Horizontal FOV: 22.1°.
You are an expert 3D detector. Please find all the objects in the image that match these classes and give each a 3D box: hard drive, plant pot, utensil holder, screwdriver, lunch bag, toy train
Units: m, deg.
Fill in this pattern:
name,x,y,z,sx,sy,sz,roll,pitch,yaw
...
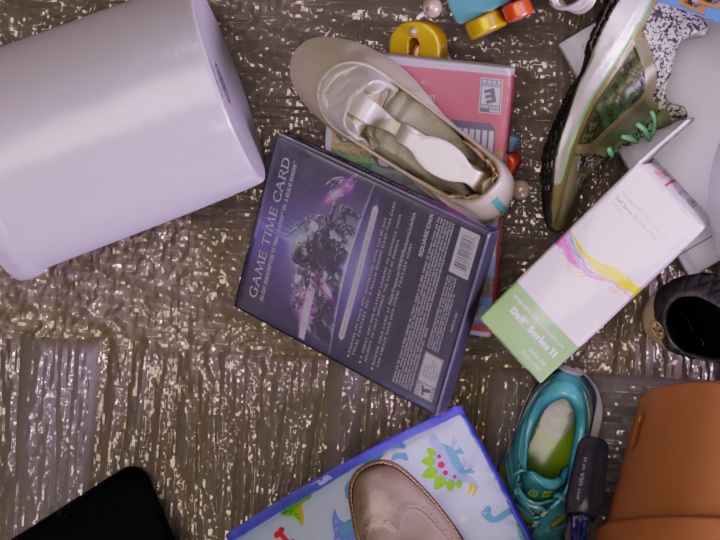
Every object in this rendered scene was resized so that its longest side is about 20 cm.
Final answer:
name,x,y,z,sx,sy,sz,roll,pitch,yaw
hard drive,0.253,-0.115,1.378,0.131,0.027,0.201,-30,87,7
plant pot,0.265,0.161,1.308,0.198,0.200,0.142,3,75,7
utensil holder,-0.188,-0.106,1.366,0.198,0.170,0.172,-20,88,4
screwdriver,0.151,0.212,1.294,0.029,0.028,0.202,9,67,0
lunch bag,0.031,0.219,1.349,0.199,0.127,0.171,-33,73,15
toy train,0.095,-0.153,1.375,0.149,0.056,0.201,30,110,13

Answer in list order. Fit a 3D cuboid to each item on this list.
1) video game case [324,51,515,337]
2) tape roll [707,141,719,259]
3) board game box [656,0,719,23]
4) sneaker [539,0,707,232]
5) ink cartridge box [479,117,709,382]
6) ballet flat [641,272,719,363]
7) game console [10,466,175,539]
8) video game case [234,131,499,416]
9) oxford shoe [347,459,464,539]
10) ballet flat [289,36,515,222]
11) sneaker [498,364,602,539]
name,x,y,z,sx,sy,sz,roll,pitch,yaw
video game case,0.039,-0.059,1.377,0.141,0.017,0.202,8,104,19
tape roll,0.351,-0.051,1.309,0.200,0.071,0.205,1,85,-15
board game box,0.214,-0.239,1.322,0.198,0.152,0.037,19,125,7
sneaker,0.193,-0.115,1.340,0.088,0.077,0.202,23,97,-1
ink cartridge box,0.185,-0.017,1.322,0.067,0.117,0.200,46,104,6
ballet flat,0.253,0.042,1.301,0.057,0.200,0.067,-31,104,-19
game console,-0.203,0.288,1.446,0.199,0.117,0.176,-32,117,7
video game case,0.000,0.000,1.359,0.199,0.019,0.144,27,111,31
oxford shoe,0.050,0.218,1.252,0.070,0.075,0.201,-29,78,-1
ballet flat,0.026,-0.106,1.326,0.199,0.069,0.070,35,95,11
sneaker,0.126,0.168,1.371,0.077,0.080,0.202,14,94,8
